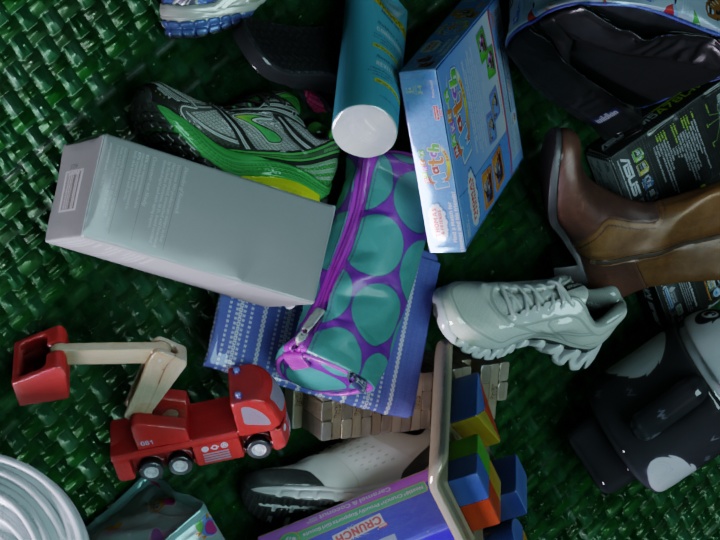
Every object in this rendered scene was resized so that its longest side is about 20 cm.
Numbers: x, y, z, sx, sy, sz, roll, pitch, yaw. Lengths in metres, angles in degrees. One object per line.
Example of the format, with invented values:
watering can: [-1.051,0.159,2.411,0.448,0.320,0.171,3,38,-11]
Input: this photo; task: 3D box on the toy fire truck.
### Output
toy fire truck: [-0.163,0.098,1.481,0.198,0.049,0.142,-12,130,2]

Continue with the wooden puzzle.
wooden puzzle: [0.105,0.182,1.562,0.046,0.186,0.202,-15,119,12]

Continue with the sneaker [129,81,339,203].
sneaker: [-0.099,-0.112,1.488,0.199,0.078,0.086,21,87,-42]

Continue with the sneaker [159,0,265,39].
sneaker: [-0.072,-0.252,1.455,0.199,0.077,0.086,-27,112,-22]

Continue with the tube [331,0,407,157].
tube: [0.009,-0.172,1.479,0.050,0.201,0.078,-22,128,23]

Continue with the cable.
cable: [-0.295,0.237,1.413,0.198,0.069,0.202,-12,80,2]

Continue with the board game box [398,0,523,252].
board game box: [0.086,-0.125,1.532,0.200,0.036,0.153,-55,138,-60]

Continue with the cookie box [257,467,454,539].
cookie box: [0.020,0.286,1.611,0.169,0.076,0.201,-20,130,-3]

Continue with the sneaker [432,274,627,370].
sneaker: [0.147,0.033,1.617,0.198,0.076,0.081,6,146,-38]

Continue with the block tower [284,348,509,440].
block tower: [0.033,0.106,1.630,0.198,0.058,0.055,-4,106,-28]

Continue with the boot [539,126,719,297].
boot: [0.262,-0.057,1.650,0.198,0.069,0.190,-10,118,4]

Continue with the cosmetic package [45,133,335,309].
cosmetic package: [-0.131,-0.035,1.440,0.198,0.107,0.091,14,82,-26]

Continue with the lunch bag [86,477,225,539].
lunch bag: [-0.186,0.296,1.521,0.200,0.122,0.171,-41,121,-20]

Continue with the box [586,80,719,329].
box: [0.323,-0.075,1.752,0.192,0.047,0.201,-35,118,-19]

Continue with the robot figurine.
robot figurine: [0.288,0.121,1.723,0.199,0.151,0.125,-36,122,15]

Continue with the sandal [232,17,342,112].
sandal: [-0.042,-0.158,1.486,0.045,0.075,0.199,-44,154,25]

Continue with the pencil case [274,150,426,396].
pencil case: [0.000,0.000,1.515,0.092,0.084,0.202,37,66,-51]

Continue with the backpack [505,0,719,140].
backpack: [0.219,-0.220,1.569,0.189,0.199,0.156,8,67,-33]

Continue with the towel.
towel: [-0.029,0.033,1.558,0.198,0.024,0.147,16,77,-25]

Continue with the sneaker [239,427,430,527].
sneaker: [-0.012,0.176,1.628,0.198,0.074,0.081,0,66,-21]
